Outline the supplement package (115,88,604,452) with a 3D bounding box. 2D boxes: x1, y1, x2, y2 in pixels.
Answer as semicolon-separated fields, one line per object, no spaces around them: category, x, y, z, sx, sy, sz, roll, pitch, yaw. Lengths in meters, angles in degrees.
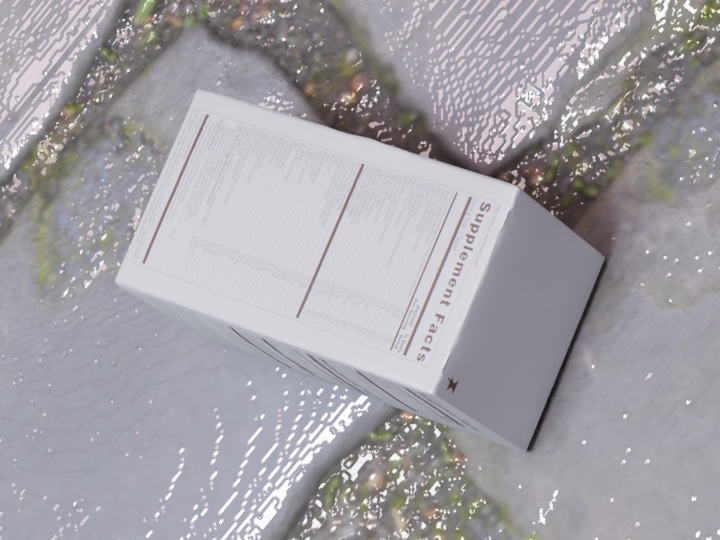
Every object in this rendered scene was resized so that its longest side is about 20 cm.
supplement package;0.000;0.000;1.469;0.200;0.110;0.114;19;82;32
